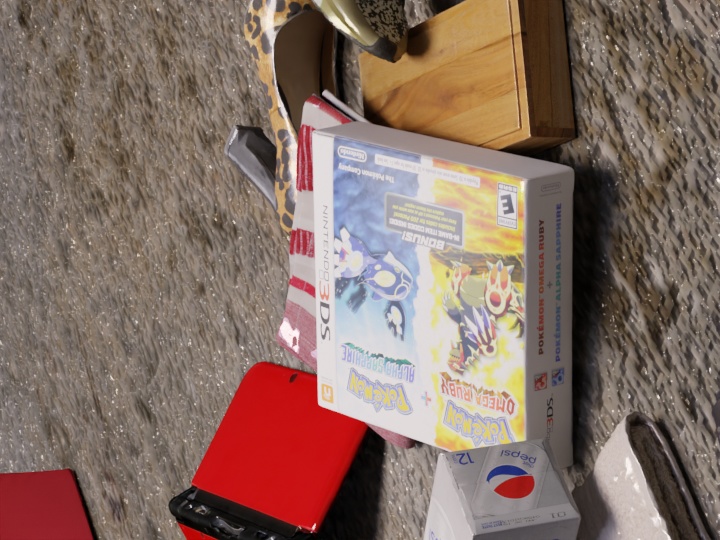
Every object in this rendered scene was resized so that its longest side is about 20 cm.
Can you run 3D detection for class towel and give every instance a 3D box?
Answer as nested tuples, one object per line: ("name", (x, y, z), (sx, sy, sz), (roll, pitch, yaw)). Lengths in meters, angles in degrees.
("towel", (0.158, 0.197, 1.431), (0.133, 0.034, 0.201), (-59, 41, 43))
("towel", (0.000, 0.000, 1.678), (0.144, 0.023, 0.201), (39, 134, 40))

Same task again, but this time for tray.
("tray", (0.062, -0.110, 1.604), (0.200, 0.037, 0.099), (-20, 73, 61))

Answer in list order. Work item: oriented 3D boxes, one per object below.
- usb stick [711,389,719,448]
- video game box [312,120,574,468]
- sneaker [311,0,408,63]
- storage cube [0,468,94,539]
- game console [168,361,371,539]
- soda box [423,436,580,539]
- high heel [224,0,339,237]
("usb stick", (0.220, 0.151, 1.317), (0.055, 0.032, 0.201), (130, 132, -60))
("video game box", (0.047, 0.014, 1.563), (0.200, 0.047, 0.183), (15, 114, 49))
("sneaker", (0.013, -0.222, 1.635), (0.089, 0.077, 0.201), (-39, 42, 36))
("storage cube", (-0.321, 0.290, 2.185), (0.200, 0.170, 0.180), (-65, 36, 40))
("game console", (-0.039, 0.176, 1.816), (0.200, 0.118, 0.173), (11, 131, 62))
("soda box", (0.073, 0.189, 1.503), (0.201, 0.068, 0.064), (99, 157, -45))
("high heel", (-0.023, -0.120, 1.743), (0.143, 0.071, 0.201), (46, 130, 41))
